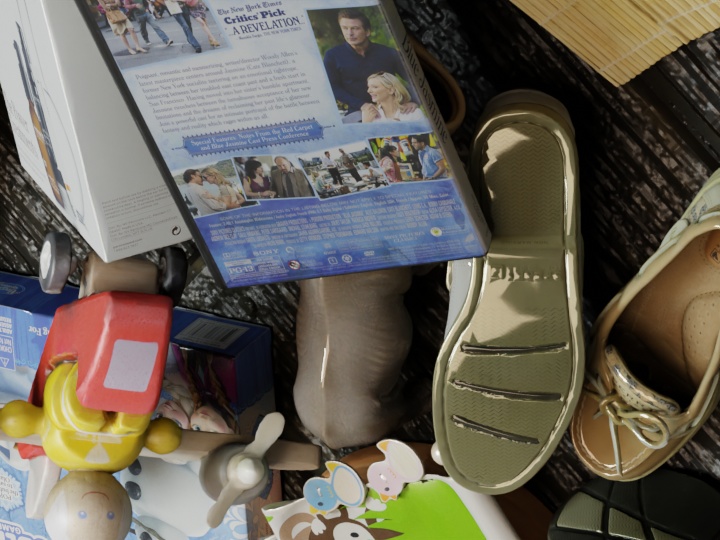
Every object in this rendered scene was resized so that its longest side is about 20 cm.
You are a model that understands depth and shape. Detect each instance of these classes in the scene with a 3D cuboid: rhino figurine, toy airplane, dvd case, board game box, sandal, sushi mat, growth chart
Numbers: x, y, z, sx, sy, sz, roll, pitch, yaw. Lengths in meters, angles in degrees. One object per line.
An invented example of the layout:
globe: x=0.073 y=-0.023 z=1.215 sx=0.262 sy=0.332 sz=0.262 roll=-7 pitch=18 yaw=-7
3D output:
rhino figurine: x=0.000 y=0.000 z=1.514 sx=0.060 sy=0.087 sz=0.200 roll=14 pitch=120 yaw=27
toy airplane: x=-0.145 y=0.086 z=1.537 sx=0.200 sy=0.141 sz=0.199 roll=-16 pitch=148 yaw=20
dvd case: x=-0.036 y=-0.075 z=1.383 sx=0.142 sy=0.018 sz=0.200 roll=-7 pitch=130 yaw=22
board game box: x=-0.137 y=0.111 z=1.692 sx=0.200 sy=0.043 sz=0.199 roll=11 pitch=120 yaw=29
sandal: x=0.183 y=0.155 z=1.484 sx=0.201 sy=0.080 sz=0.057 roll=16 pitch=135 yaw=26
sushi mat: x=0.087 y=-0.156 z=1.354 sx=0.096 sy=0.012 sz=0.200 roll=-26 pitch=132 yaw=38
growth chart: x=0.013 y=0.161 z=1.573 sx=0.200 sy=0.018 sz=0.145 roll=-27 pitch=108 yaw=41

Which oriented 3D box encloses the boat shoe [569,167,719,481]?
boat shoe: x=0.145 y=0.032 z=1.449 sx=0.073 sy=0.063 sz=0.200 roll=34 pitch=128 yaw=14

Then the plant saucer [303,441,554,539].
plant saucer: x=0.040 y=0.189 z=1.619 sx=0.200 sy=0.037 sz=0.201 roll=15 pitch=121 yaw=27

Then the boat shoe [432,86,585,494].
boat shoe: x=0.078 y=0.009 z=1.467 sx=0.075 sy=0.068 sz=0.200 roll=9 pitch=110 yaw=4

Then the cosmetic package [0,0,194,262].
cosmetic package: x=-0.146 y=-0.104 z=1.509 sx=0.200 sy=0.052 sz=0.151 roll=-140 pitch=37 yaw=-66

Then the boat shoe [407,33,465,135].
boat shoe: x=-0.033 y=-0.118 z=1.404 sx=0.200 sy=0.074 sz=0.069 roll=30 pitch=159 yaw=-23
